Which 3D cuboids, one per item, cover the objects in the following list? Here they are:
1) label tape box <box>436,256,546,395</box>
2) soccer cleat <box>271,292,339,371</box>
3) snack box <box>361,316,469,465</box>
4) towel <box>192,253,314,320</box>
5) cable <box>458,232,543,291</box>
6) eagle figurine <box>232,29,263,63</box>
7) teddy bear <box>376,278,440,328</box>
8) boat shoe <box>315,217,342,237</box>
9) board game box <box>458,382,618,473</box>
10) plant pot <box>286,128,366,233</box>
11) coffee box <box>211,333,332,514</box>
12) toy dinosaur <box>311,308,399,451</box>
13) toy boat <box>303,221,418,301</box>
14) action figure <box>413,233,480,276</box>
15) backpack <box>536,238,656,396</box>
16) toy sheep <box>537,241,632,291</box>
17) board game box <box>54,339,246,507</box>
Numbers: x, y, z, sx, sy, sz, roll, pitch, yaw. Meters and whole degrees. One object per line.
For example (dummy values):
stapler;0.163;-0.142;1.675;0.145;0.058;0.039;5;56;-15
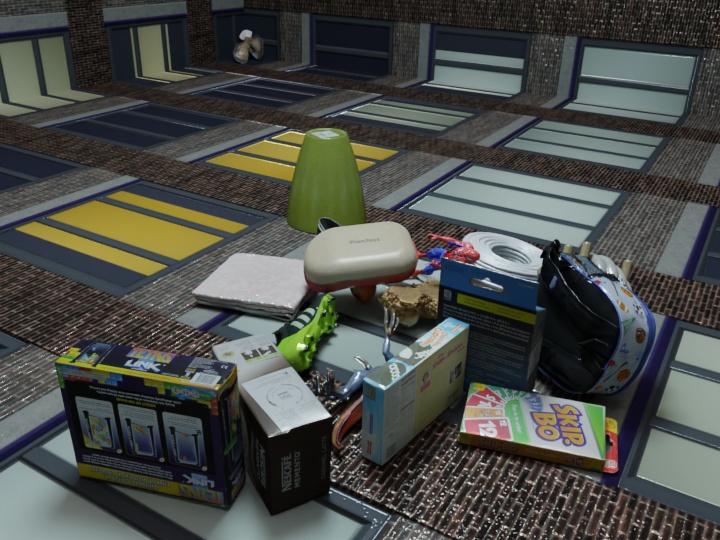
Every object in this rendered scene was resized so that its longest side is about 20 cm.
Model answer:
label tape box;0.182;0.078;0.969;0.143;0.202;0.063;16;30;28
soccer cleat;-0.091;0.093;1.087;0.080;0.068;0.200;-4;24;19
snack box;0.076;0.153;0.905;0.037;0.117;0.199;20;31;34
towel;-0.177;0.024;1.257;0.198;0.033;0.191;8;28;15
cable;0.269;-0.006;1.259;0.198;0.070;0.200;20;24;11
eagle figurine;-0.566;-1.141;3.522;0.150;0.153;0.200;19;19;-9
teddy bear;0.127;0.058;1.178;0.144;0.067;0.199;28;29;34
boat shoe;-0.031;-0.054;1.380;0.073;0.069;0.199;-11;29;-23
board game box;0.235;0.204;0.901;0.198;0.030;0.096;10;36;13
plant pot;-0.076;-0.211;1.548;0.185;0.202;0.188;1;26;-1
coffee box;-0.114;0.180;0.845;0.079;0.115;0.200;-12;28;-27
toy dinosaur;0.025;0.164;0.973;0.180;0.105;0.202;5;61;-22
toy boat;0.000;0.000;1.202;0.198;0.132;0.131;-6;40;-5
action figure;0.128;-0.026;1.227;0.098;0.066;0.199;18;-12;-31
backpack;0.328;0.088;0.997;0.153;0.201;0.191;6;26;-20
toy sheep;0.377;0.030;1.141;0.198;0.139;0.138;20;23;-14
board game box;-0.236;0.175;0.789;0.198;0.167;0.057;8;28;13
